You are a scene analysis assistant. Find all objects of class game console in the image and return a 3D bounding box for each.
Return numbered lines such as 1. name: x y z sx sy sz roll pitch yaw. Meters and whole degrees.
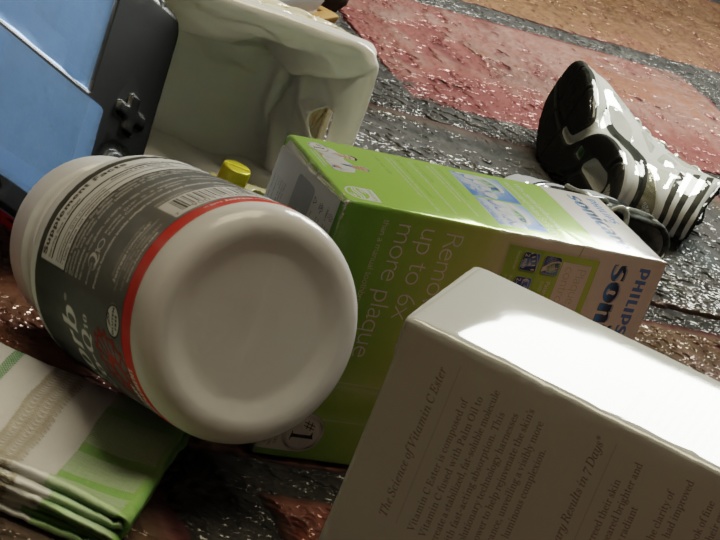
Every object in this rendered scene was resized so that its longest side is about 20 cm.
1. game console: -0.182 -0.115 1.364 0.031 0.177 0.200 0 -27 38

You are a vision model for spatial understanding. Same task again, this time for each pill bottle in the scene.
1. pill bottle: -0.094 0.006 1.232 0.116 0.116 0.200 10 7 -30

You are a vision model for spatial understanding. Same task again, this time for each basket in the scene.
1. basket: -0.107 -0.114 1.542 0.199 0.136 0.123 17 11 -14

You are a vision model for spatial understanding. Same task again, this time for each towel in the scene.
1. towel: -0.184 0.057 1.173 0.200 0.031 0.149 23 20 2

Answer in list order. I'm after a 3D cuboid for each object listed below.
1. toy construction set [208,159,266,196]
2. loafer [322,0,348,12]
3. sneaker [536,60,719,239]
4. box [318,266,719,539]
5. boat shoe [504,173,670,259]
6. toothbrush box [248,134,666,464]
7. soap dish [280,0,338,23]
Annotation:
1. toy construction set: 0.000 0.000 1.443 0.199 0.092 0.131 8 21 -7
2. loafer: -0.044 -0.258 2.107 0.071 0.073 0.200 27 22 -16
3. sneaker: 0.207 -0.080 1.909 0.115 0.076 0.201 23 26 -23
4. box: 0.097 0.115 1.134 0.200 0.153 0.106 27 21 13
5. boat shoe: 0.141 -0.018 1.648 0.068 0.074 0.199 17 5 32
6. toothbrush box: 0.037 0.025 1.315 0.200 0.146 0.086 10 22 -31
7. soap dish: -0.129 -0.192 1.808 0.157 0.081 0.200 28 21 18
